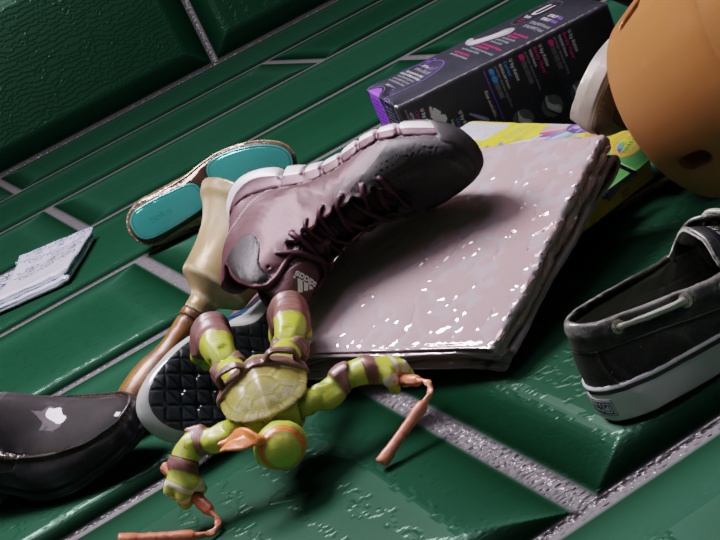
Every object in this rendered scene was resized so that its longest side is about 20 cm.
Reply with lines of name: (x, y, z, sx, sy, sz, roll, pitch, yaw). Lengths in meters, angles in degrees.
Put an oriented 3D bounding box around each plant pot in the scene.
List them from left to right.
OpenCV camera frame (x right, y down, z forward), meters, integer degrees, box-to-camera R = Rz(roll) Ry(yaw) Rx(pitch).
plant pot: (0.251, -0.136, 0.913, 0.140, 0.200, 0.200, -33, 6, 46)

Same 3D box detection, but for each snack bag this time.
snack bag: (-0.418, 0.016, 1.735, 0.200, 0.021, 0.189, -24, 16, 7)

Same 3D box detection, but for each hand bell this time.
hand bell: (-0.127, 0.042, 1.077, 0.104, 0.104, 0.200, 2, 56, 59)

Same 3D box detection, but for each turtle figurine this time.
turtle figurine: (-0.065, 0.076, 0.864, 0.200, 0.064, 0.161, -28, 30, 2)

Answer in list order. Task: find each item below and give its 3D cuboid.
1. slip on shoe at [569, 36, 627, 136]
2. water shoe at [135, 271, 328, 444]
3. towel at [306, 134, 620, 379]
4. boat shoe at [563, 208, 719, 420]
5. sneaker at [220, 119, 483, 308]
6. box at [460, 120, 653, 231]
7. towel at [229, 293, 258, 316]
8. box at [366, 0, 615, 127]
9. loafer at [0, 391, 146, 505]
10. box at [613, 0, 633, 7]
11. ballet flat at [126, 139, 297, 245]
slip on shoe: (0.216, -0.127, 1.021, 0.061, 0.076, 0.200, 32, 24, 27)
water shoe: (-0.083, 0.068, 1.005, 0.200, 0.072, 0.079, -36, -4, -42)
towel: (0.057, -0.009, 0.962, 0.191, 0.032, 0.200, -4, 42, 42)
boat shoe: (0.195, 0.001, 0.757, 0.200, 0.064, 0.071, -31, 17, -17)
sneaker: (-0.012, -0.022, 0.960, 0.200, 0.076, 0.116, -16, 45, 33)
box: (0.123, -0.067, 1.077, 0.117, 0.048, 0.200, -34, 25, -32)
towel: (0.000, 0.000, 1.144, 0.200, 0.023, 0.144, -17, 16, 24)
box: (0.123, -0.146, 1.254, 0.200, 0.106, 0.122, -27, 18, -4)
loafer: (-0.235, 0.118, 1.018, 0.200, 0.072, 0.073, -20, 31, 26)
box: (0.282, -0.233, 1.062, 0.115, 0.200, 0.132, -87, 18, -71)
ballet flat: (-0.163, -0.088, 1.599, 0.200, 0.071, 0.065, -22, 2, 0)
